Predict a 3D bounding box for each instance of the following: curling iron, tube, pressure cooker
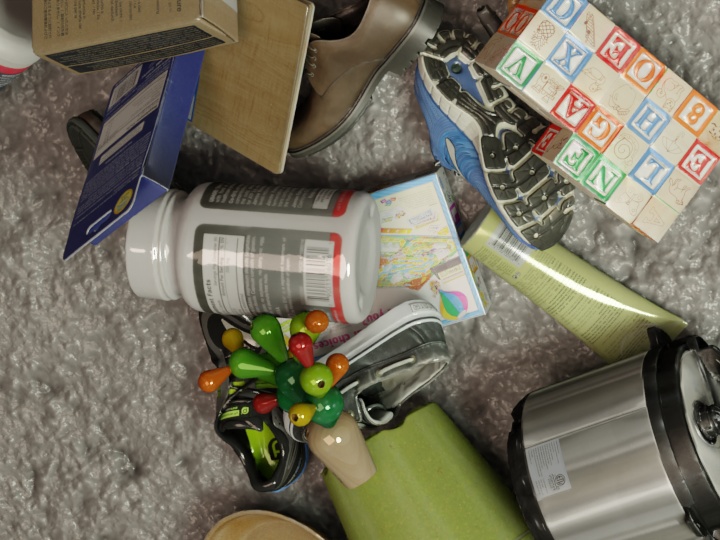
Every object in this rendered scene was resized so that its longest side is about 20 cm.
[{"bbox_3d":[0.157,-0.140,1.414,0.026,0.050,0.200,-39,111,-4],"label":"curling iron"},{"bbox_3d":[0.179,0.016,1.485,0.200,0.052,0.058,35,158,-5],"label":"tube"},{"bbox_3d":[0.243,0.158,1.431,0.200,0.179,0.176,-23,107,25],"label":"pressure cooker"}]

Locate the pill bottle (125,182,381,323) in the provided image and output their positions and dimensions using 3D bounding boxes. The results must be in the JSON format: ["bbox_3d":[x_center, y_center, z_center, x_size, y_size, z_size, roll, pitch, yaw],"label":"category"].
[{"bbox_3d":[-0.090,-0.017,1.471,0.200,0.114,0.114,4,108,12],"label":"pill bottle"}]

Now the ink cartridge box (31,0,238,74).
[{"bbox_3d":[-0.191,-0.279,1.449,0.165,0.075,0.200,-7,77,22],"label":"ink cartridge box"}]

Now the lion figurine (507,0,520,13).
[{"bbox_3d":[0.104,-0.280,1.399,0.200,0.072,0.123,16,108,15],"label":"lion figurine"}]

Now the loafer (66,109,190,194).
[{"bbox_3d":[-0.187,-0.071,1.576,0.200,0.063,0.072,51,155,-1],"label":"loafer"}]

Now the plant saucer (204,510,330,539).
[{"bbox_3d":[-0.063,0.310,1.635,0.200,0.035,0.200,14,118,28],"label":"plant saucer"}]

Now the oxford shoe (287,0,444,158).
[{"bbox_3d":[-0.019,-0.175,1.455,0.084,0.073,0.200,28,126,-19],"label":"oxford shoe"}]

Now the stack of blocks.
[{"bbox_3d":[0.189,-0.128,1.369,0.200,0.059,0.115,36,93,-19],"label":"stack of blocks"}]

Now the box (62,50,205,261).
[{"bbox_3d":[-0.192,-0.102,1.466,0.032,0.200,0.121,30,141,-25],"label":"box"}]

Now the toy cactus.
[{"bbox_3d":[-0.048,0.113,1.441,0.165,0.102,0.200,57,156,-8],"label":"toy cactus"}]

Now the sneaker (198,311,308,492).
[{"bbox_3d":[-0.100,0.111,1.584,0.071,0.083,0.200,-13,100,20],"label":"sneaker"}]

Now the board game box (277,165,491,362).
[{"bbox_3d":[0.000,0.000,1.534,0.200,0.034,0.135,-16,101,17],"label":"board game box"}]

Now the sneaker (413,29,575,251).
[{"bbox_3d":[0.110,-0.104,1.448,0.079,0.089,0.200,-27,80,-18],"label":"sneaker"}]

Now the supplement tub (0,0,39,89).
[{"bbox_3d":[-0.392,-0.198,1.549,0.200,0.140,0.140,-33,95,24],"label":"supplement tub"}]

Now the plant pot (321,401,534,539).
[{"bbox_3d":[0.064,0.226,1.528,0.200,0.200,0.190,-36,81,24],"label":"plant pot"}]

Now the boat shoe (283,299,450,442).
[{"bbox_3d":[0.001,0.105,1.510,0.200,0.072,0.071,-45,50,36],"label":"boat shoe"}]

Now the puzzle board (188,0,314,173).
[{"bbox_3d":[-0.119,-0.190,1.486,0.200,0.017,0.151,31,121,37],"label":"puzzle board"}]
